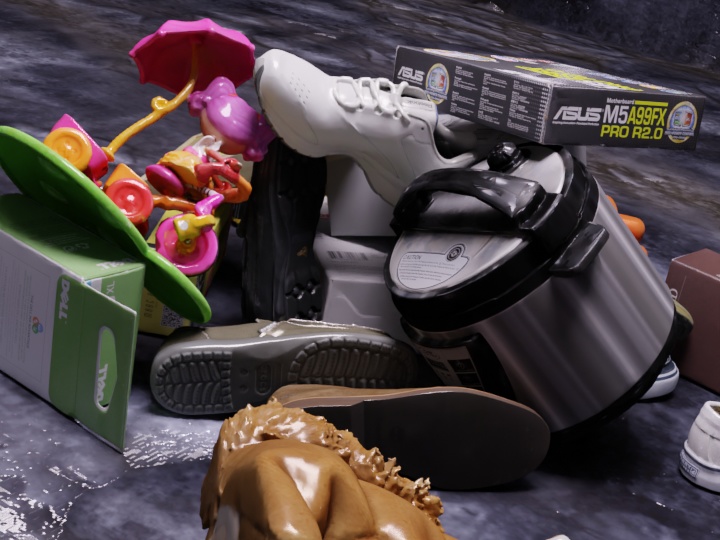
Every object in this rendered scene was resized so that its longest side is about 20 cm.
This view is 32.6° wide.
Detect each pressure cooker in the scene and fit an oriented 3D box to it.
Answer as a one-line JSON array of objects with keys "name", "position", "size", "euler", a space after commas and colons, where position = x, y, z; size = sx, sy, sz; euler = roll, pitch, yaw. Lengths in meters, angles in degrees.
[{"name": "pressure cooker", "position": [0.114, 0.003, 0.901], "size": [0.175, 0.200, 0.179], "euler": [-28, 27, 22]}]

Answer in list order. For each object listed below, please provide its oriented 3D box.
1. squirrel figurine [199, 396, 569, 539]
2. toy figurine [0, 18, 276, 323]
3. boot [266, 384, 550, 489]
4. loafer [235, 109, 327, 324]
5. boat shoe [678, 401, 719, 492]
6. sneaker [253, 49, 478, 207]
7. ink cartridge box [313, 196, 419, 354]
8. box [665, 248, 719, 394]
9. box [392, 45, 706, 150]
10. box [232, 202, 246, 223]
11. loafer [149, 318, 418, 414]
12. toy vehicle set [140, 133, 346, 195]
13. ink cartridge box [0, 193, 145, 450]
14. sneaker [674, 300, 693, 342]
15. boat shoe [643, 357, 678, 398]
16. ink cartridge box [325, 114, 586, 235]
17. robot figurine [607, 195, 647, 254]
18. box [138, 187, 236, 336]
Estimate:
[{"name": "squirrel figurine", "position": [0.013, 0.149, 0.634], "size": [0.185, 0.142, 0.200], "euler": [12, 22, -17]}, {"name": "toy figurine", "position": [-0.131, -0.093, 0.894], "size": [0.200, 0.184, 0.150], "euler": [39, -20, 1]}, {"name": "boot", "position": [0.031, 0.103, 0.852], "size": [0.198, 0.074, 0.075], "euler": [5, 15, -10]}, {"name": "loafer", "position": [-0.069, -0.037, 0.972], "size": [0.070, 0.202, 0.068], "euler": [10, 15, 36]}, {"name": "boat shoe", "position": [0.343, 0.122, 0.939], "size": [0.200, 0.087, 0.075], "euler": [7, 21, -12]}, {"name": "sneaker", "position": [0.006, -0.118, 0.927], "size": [0.199, 0.087, 0.075], "euler": [24, 52, -37]}, {"name": "ink cartridge box", "position": [0.000, 0.000, 1.096], "size": [0.115, 0.067, 0.200], "euler": [4, 22, -17]}, {"name": "box", "position": [0.358, 0.066, 1.074], "size": [0.199, 0.101, 0.075], "euler": [28, 26, 37]}, {"name": "box", "position": [0.143, -0.137, 0.972], "size": [0.159, 0.045, 0.200], "euler": [0, 17, -32]}, {"name": "box", "position": [-0.076, -0.099, 1.339], "size": [0.159, 0.050, 0.200], "euler": [7, 21, -20]}, {"name": "loafer", "position": [-0.055, 0.062, 0.897], "size": [0.199, 0.076, 0.070], "euler": [5, 26, -18]}, {"name": "toy vehicle set", "position": [-0.084, -0.108, 1.063], "size": [0.199, 0.027, 0.124], "euler": [-12, 21, 25]}, {"name": "ink cartridge box", "position": [-0.205, 0.030, 0.857], "size": [0.199, 0.105, 0.059], "euler": [26, 26, 33]}, {"name": "sneaker", "position": [0.209, -0.005, 1.095], "size": [0.199, 0.077, 0.089], "euler": [27, 56, 7]}, {"name": "boat shoe", "position": [0.181, 0.046, 1.041], "size": [0.199, 0.092, 0.071], "euler": [10, 21, -4]}, {"name": "ink cartridge box", "position": [0.085, -0.085, 1.078], "size": [0.199, 0.084, 0.145], "euler": [2, 18, 23]}, {"name": "robot figurine", "position": [0.173, -0.027, 1.192], "size": [0.198, 0.145, 0.117], "euler": [11, -7, -2]}, {"name": "box", "position": [-0.148, -0.016, 1.052], "size": [0.050, 0.076, 0.200], "euler": [12, 19, -2]}]
